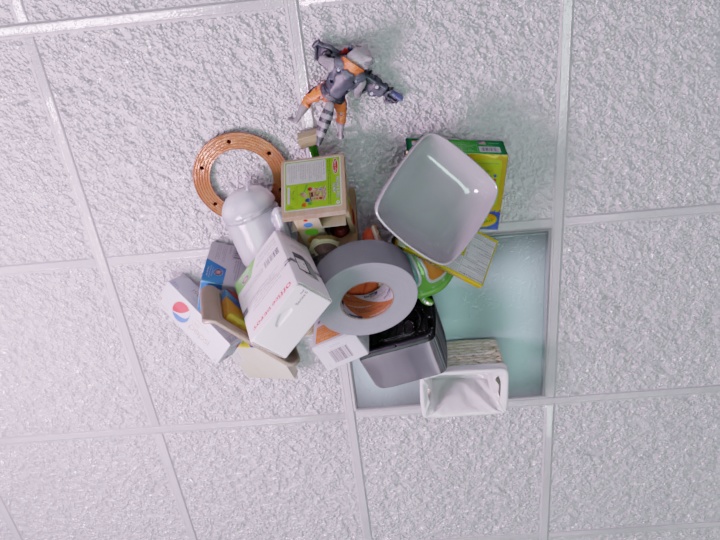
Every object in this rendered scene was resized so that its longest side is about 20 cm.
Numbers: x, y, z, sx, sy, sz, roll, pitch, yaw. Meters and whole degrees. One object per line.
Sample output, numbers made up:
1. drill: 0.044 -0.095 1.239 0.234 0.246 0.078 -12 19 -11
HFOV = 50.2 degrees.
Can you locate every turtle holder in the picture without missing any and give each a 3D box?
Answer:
1. turtle holder: 0.105 -0.027 1.595 0.140 0.186 0.132 -34 129 -7

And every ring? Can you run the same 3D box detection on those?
1. ring: -0.241 -0.188 1.559 0.198 0.019 0.202 0 123 0

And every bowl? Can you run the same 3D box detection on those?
1. bowl: 0.135 -0.132 1.441 0.199 0.075 0.201 36 87 -17

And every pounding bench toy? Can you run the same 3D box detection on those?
1. pounding bench toy: -0.078 -0.160 1.522 0.123 0.202 0.156 -7 155 7

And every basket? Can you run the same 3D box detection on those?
1. basket: 0.234 0.246 1.770 0.198 0.124 0.137 -4 123 4

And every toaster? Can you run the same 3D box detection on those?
1. toaster: 0.097 0.140 1.673 0.198 0.182 0.119 -17 124 12

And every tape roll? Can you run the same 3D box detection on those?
1. tape roll: 0.008 0.035 1.473 0.198 0.067 0.201 -6 136 -6

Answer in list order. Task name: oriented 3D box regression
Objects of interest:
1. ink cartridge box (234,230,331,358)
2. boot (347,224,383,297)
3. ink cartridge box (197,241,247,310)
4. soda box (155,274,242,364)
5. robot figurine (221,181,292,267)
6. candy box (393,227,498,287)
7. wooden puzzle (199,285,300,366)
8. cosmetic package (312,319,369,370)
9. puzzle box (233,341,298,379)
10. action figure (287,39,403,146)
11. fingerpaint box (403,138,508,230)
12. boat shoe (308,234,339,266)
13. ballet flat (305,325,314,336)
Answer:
1. ink cartridge box: -0.148 0.041 1.425 0.084 0.200 0.146 30 107 -31
2. boot: 0.000 0.000 1.532 0.106 0.075 0.201 -5 127 -9
3. ink cartridge box: -0.231 0.027 1.620 0.198 0.146 0.084 10 124 -7
4. soda box: -0.348 0.104 1.667 0.200 0.064 0.068 44 118 10
5. robot figurine: -0.206 -0.085 1.538 0.168 0.113 0.201 -5 116 37
6. candy box: 0.171 -0.053 1.517 0.199 0.026 0.103 26 79 -15
7. wooden puzzle: -0.212 0.098 1.475 0.199 0.185 0.037 29 100 -20
8. cosmetic package: -0.039 0.108 1.638 0.101 0.201 0.071 -25 120 16
9. puzzle box: -0.237 0.176 1.741 0.132 0.026 0.201 0 136 26
10. action figure: -0.020 -0.324 1.424 0.198 0.105 0.194 22 127 -14
11. fingerpaint box: 0.183 -0.172 1.534 0.198 0.074 0.168 1 122 0
12. boat shoe: -0.086 0.001 1.542 0.072 0.065 0.200 6 151 -7
13. ballet flat: -0.187 0.103 1.708 0.198 0.071 0.065 7 152 -6
